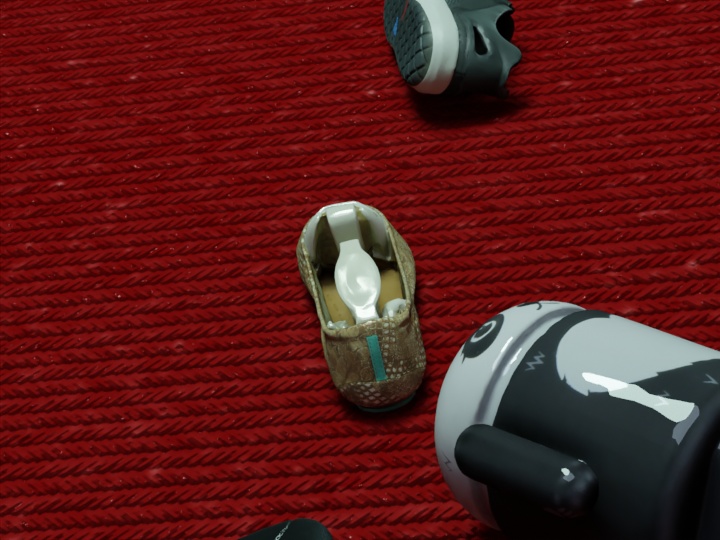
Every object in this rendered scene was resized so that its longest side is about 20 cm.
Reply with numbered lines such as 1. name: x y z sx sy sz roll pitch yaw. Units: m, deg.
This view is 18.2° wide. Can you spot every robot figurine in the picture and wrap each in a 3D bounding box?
1. robot figurine: 0.130 0.086 1.085 0.199 0.150 0.125 20 69 37

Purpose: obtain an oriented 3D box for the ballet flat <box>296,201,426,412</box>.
1. ballet flat: 0.000 0.000 1.302 0.070 0.066 0.200 -15 34 -4

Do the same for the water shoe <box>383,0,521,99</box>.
1. water shoe: 0.064 -0.170 1.542 0.078 0.072 0.200 13 31 -12

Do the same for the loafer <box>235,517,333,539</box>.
1. loafer: -0.086 0.185 1.062 0.199 0.072 0.073 -20 25 26
